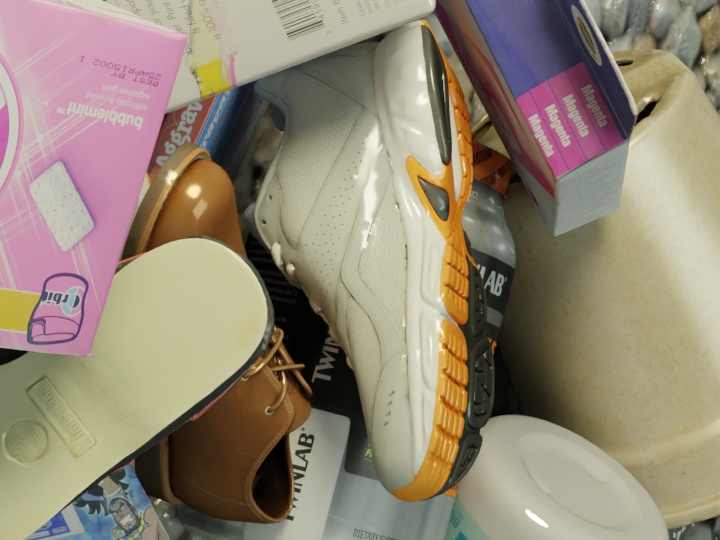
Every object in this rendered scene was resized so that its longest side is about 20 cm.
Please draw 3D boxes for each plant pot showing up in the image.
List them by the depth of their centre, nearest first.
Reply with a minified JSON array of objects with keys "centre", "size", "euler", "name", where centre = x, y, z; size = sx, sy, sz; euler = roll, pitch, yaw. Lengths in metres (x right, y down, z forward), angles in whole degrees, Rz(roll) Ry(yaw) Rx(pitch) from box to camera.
[{"centre":[0.138,-0.002,1.244],"size":[0.200,0.200,0.184],"euler":[-45,119,-34],"name":"plant pot"}]

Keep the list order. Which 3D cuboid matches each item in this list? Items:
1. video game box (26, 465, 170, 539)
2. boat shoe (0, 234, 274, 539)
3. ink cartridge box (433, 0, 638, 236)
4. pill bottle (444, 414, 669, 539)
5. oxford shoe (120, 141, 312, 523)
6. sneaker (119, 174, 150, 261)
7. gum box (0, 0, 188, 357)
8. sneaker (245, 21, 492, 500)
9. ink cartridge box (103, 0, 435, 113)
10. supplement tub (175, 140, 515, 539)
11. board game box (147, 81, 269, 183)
[{"centre":[-0.148,0.140,0.950],"size":[0.200,0.047,0.182],"euler":[-12,68,-48],"name":"video game box"},{"centre":[-0.121,0.055,0.892],"size":[0.201,0.063,0.074],"euler":[-31,88,-2],"name":"boat shoe"},{"centre":[0.054,-0.122,1.060],"size":[0.197,0.043,0.200],"euler":[64,0,10],"name":"ink cartridge box"},{"centre":[0.053,0.175,1.187],"size":[0.111,0.111,0.200],"euler":[1,128,-50],"name":"pill bottle"},{"centre":[-0.051,0.029,0.986],"size":[0.071,0.071,0.200],"euler":[-54,155,-34],"name":"oxford shoe"},{"centre":[-0.138,-0.041,0.908],"size":[0.092,0.076,0.200],"euler":[-76,152,-43],"name":"sneaker"},{"centre":[-0.155,-0.045,0.784],"size":[0.200,0.066,0.114],"euler":[10,101,-43],"name":"gum box"},{"centre":[0.000,0.000,1.021],"size":[0.076,0.092,0.200],"euler":[48,35,-63],"name":"sneaker"},{"centre":[-0.082,-0.126,0.968],"size":[0.068,0.200,0.117],"euler":[-86,155,-65],"name":"ink cartridge box"},{"centre":[-0.002,0.035,1.119],"size":[0.122,0.122,0.200],"euler":[20,83,-50],"name":"supplement tub"},{"centre":[-0.047,-0.101,1.076],"size":[0.103,0.019,0.200],"euler":[88,25,-74],"name":"board game box"}]
